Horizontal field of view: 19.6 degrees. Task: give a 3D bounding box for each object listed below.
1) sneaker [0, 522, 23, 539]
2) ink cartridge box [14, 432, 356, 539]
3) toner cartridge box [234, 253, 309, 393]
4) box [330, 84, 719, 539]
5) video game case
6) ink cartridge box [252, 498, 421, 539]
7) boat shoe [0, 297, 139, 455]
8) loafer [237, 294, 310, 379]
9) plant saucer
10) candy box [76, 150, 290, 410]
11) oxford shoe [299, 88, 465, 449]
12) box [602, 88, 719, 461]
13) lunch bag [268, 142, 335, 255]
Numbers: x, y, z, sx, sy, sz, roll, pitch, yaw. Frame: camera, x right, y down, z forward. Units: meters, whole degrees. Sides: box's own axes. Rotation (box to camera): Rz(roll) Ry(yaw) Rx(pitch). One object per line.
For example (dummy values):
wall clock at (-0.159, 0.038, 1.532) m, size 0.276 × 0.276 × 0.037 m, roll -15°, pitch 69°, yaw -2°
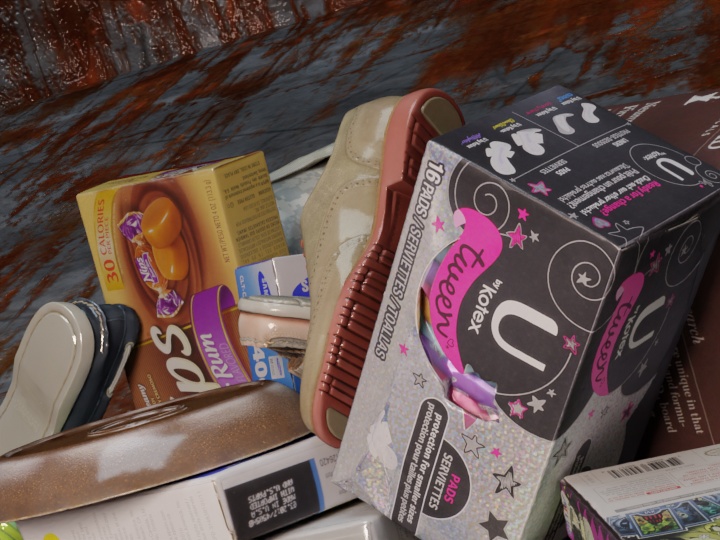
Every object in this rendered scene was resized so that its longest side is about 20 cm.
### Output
sneaker at (-0.212, 0.160, 1.223) m, size 0.074 × 0.084 × 0.200 m, roll -3°, pitch 22°, yaw 43°
ink cartridge box at (-0.081, 0.121, 1.148) m, size 0.199 × 0.047 × 0.197 m, roll -17°, pitch 0°, yaw 39°
toner cartridge box at (0.022, 0.031, 1.266) m, size 0.199 × 0.096 × 0.043 m, roll -9°, pitch -3°, yaw -38°
box at (0.084, 0.032, 1.028) m, size 0.114 × 0.201 × 0.132 m, roll 29°, pitch 31°, yaw 24°
video game case at (0.207, 0.113, 0.921) m, size 0.198 × 0.036 × 0.181 m, roll -11°, pitch 13°, yaw -9°
ink cartridge box at (-0.029, 0.154, 1.144) m, size 0.161 × 0.051 × 0.200 m, roll -14°, pitch -2°, yaw 21°
boat shoe at (-0.198, 0.100, 1.306) m, size 0.062 × 0.201 × 0.075 m, roll -3°, pitch 36°, yaw -46°
loafer at (0.013, 0.051, 1.187) m, size 0.199 × 0.063 × 0.072 m, roll 6°, pitch 3°, yaw -42°
plant saucer at (-0.117, 0.094, 1.118) m, size 0.199 × 0.032 × 0.200 m, roll -16°, pitch 2°, yaw 1°
candy box at (-0.094, 0.035, 1.289) m, size 0.116 × 0.202 × 0.056 m, roll -7°, pitch 10°, yaw 36°
oxford shoe at (0.000, 0.000, 1.109) m, size 0.074 × 0.070 × 0.201 m, roll -1°, pitch 62°, yaw 41°
box at (0.167, 0.002, 1.166) m, size 0.199 × 0.165 × 0.166 m, roll -7°, pitch 18°, yaw 36°
lunch bag at (-0.007, -0.001, 1.383) m, size 0.199 × 0.169 × 0.139 m, roll -24°, pitch 16°, yaw -23°
